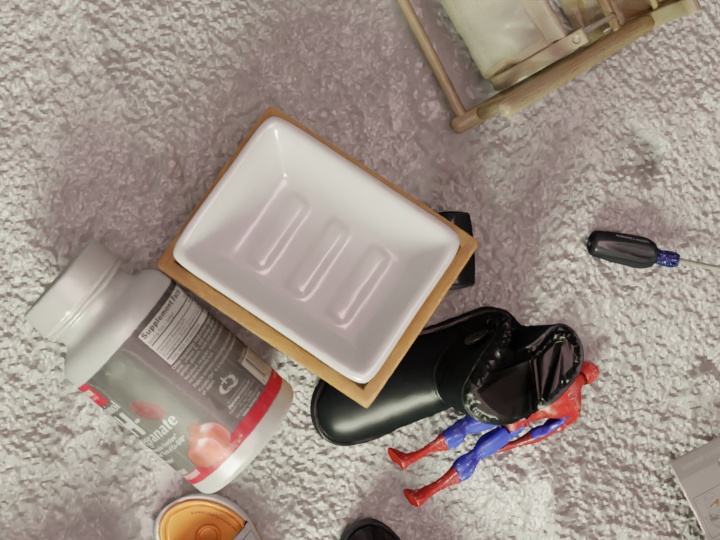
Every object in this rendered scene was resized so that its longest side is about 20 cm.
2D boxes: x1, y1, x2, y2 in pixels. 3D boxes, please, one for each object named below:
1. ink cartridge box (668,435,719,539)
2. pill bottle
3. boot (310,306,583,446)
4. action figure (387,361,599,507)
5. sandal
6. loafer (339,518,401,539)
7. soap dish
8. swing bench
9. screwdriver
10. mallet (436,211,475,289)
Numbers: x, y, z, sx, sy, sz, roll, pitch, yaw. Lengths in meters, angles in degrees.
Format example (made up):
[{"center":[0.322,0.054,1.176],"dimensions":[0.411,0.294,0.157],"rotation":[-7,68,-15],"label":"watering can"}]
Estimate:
[{"center":[0.363,0.235,1.202],"dimensions":[0.160,0.050,0.201],"rotation":[-21,77,-26],"label":"ink cartridge box"},{"center":[-0.158,0.070,1.062],"dimensions":[0.200,0.111,0.111],"rotation":[42,84,-10],"label":"pill bottle"},{"center":[0.063,0.088,1.080],"dimensions":[0.199,0.168,0.077],"rotation":[-23,97,-9],"label":"boot"},{"center":[0.118,0.127,1.155],"dimensions":[0.199,0.052,0.066],"rotation":[-26,103,-14],"label":"action figure"},{"center":[-0.093,0.274,1.111],"dimensions":[0.079,0.059,0.207],"rotation":[-30,98,-9],"label":"sandal"},{"center":[0.057,0.293,1.141],"dimensions":[0.072,0.063,0.200],"rotation":[-44,100,-6],"label":"loafer"},{"center":[-0.033,-0.009,1.071],"dimensions":[0.200,0.081,0.158],"rotation":[33,79,6],"label":"soap dish"},{"center":[0.132,-0.248,1.102],"dimensions":[0.199,0.130,0.200],"rotation":[-30,98,-14],"label":"swing bench"},{"center":[0.293,-0.006,1.191],"dimensions":[0.199,0.029,0.028],"rotation":[11,91,-7],"label":"screwdriver"},{"center":[0.000,0.000,1.132],"dimensions":[0.199,0.041,0.066],"rotation":[-13,92,-7],"label":"mallet"}]
